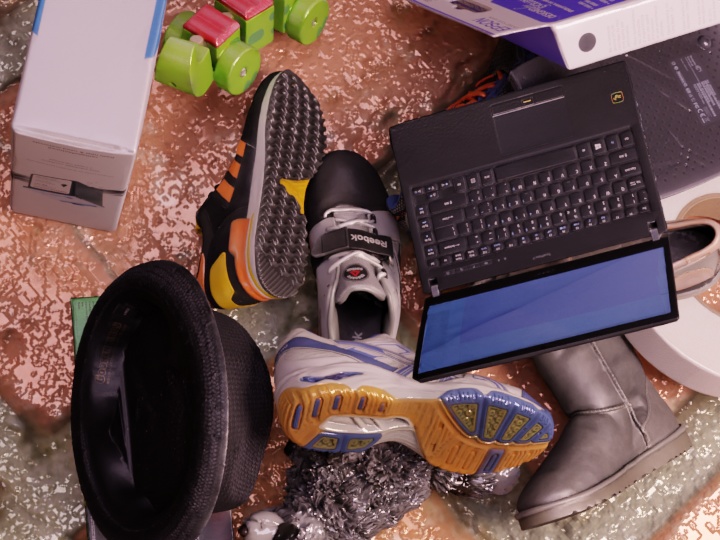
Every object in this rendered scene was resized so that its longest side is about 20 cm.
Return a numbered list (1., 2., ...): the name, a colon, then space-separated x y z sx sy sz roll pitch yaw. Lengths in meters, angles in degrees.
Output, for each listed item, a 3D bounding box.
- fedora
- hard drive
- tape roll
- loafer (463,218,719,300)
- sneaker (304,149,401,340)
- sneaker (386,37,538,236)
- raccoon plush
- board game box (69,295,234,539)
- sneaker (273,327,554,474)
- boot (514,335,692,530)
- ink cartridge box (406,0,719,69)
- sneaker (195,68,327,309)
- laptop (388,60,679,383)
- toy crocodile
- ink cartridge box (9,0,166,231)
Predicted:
1. fedora: -0.116 0.095 1.117 0.092 0.200 0.201 5 73 -41
2. hard drive: 0.208 -0.115 1.222 0.200 0.042 0.135 -21 78 -29
3. tape roll: 0.273 -0.003 1.246 0.202 0.037 0.203 8 65 -18
4. loafer: 0.159 0.001 1.160 0.200 0.063 0.072 -15 69 -2
5. sneaker: 0.000 0.000 1.200 0.074 0.089 0.200 -3 75 -9
6. sneaker: 0.084 -0.103 1.236 0.078 0.075 0.200 30 69 -16
7. raccoon plush: 0.014 0.183 1.159 0.200 0.097 0.134 10 83 -7
8. board game box: -0.149 0.114 1.180 0.105 0.023 0.200 -4 77 -9
9. sneaker: 0.037 0.078 1.113 0.200 0.075 0.088 13 34 -22
10. boot: 0.139 0.070 1.202 0.182 0.073 0.200 -24 88 -41
11. ink cartridge box: 0.147 -0.197 1.218 0.200 0.198 0.043 -16 113 -15
12. sneaker: -0.084 -0.061 1.210 0.090 0.070 0.200 -16 51 30
13. laptop: 0.109 -0.036 1.102 0.177 0.103 0.200 -14 78 13
14. toy crocodile: -0.082 -0.189 1.224 0.067 0.062 0.200 32 52 21
15. ink cartridge box: -0.189 -0.125 1.140 0.086 0.200 0.147 11 75 -8
